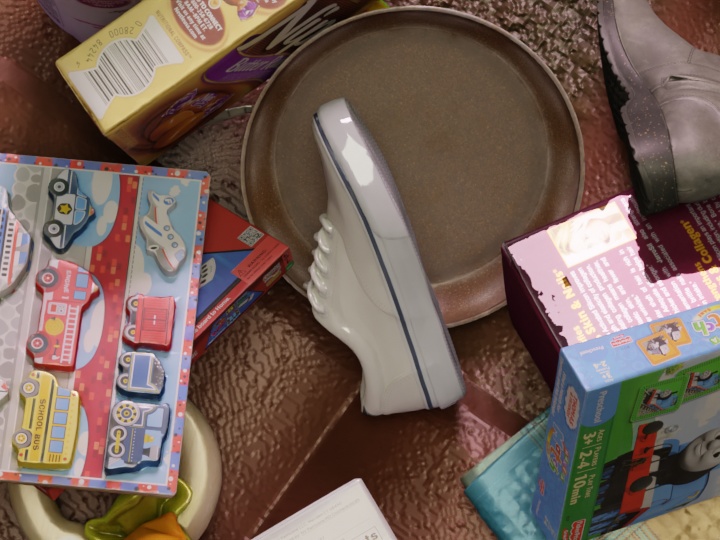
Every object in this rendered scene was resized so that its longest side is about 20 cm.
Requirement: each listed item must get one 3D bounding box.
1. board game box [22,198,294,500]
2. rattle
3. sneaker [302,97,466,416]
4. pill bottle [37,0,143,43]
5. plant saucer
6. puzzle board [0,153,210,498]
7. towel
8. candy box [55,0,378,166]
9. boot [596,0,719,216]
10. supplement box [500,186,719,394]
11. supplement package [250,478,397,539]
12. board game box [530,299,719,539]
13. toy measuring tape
[{"bbox_3d":[-0.142,0.034,1.537,0.103,0.019,0.200,31,64,32],"label":"board game box"},{"bbox_3d":[-0.153,0.080,1.531,0.130,0.143,0.201,-4,87,17],"label":"rattle"},{"bbox_3d":[0.000,0.000,1.539,0.071,0.073,0.200,-18,111,3],"label":"sneaker"},{"bbox_3d":[-0.139,-0.191,1.538,0.113,0.200,0.114,0,81,-1],"label":"pill bottle"},{"bbox_3d":[0.030,-0.062,1.570,0.200,0.032,0.201,0,112,1],"label":"plant saucer"},{"bbox_3d":[-0.168,0.026,1.504,0.150,0.017,0.200,5,63,-2],"label":"puzzle board"},{"bbox_3d":[0.172,0.157,1.582,0.147,0.022,0.200,-38,85,-7],"label":"towel"},{"bbox_3d":[-0.066,-0.143,1.512,0.200,0.117,0.057,-36,82,1],"label":"candy box"},{"bbox_3d":[0.210,-0.108,1.558,0.130,0.068,0.200,-11,42,2],"label":"boot"},{"bbox_3d":[0.194,0.008,1.551,0.200,0.086,0.110,-23,56,-7],"label":"supplement box"},{"bbox_3d":[-0.042,0.205,1.478,0.156,0.200,0.111,-30,83,-5],"label":"supplement package"},{"bbox_3d":[0.199,0.073,1.506,0.200,0.151,0.037,-17,53,-17],"label":"board game box"},{"bbox_3d":[-0.046,-0.127,1.598,0.199,0.074,0.074,-8,81,-2],"label":"toy measuring tape"}]
